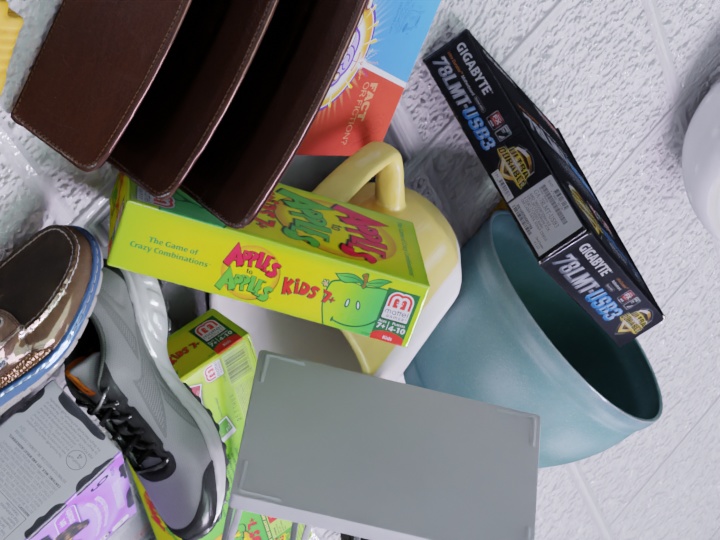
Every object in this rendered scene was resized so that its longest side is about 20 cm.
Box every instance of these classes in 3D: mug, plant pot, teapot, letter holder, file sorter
[{"bbox_3d":[0.003,0.008,1.571,0.153,0.150,0.186,-42,-177,-33],"label":"mug"},{"bbox_3d":[0.118,0.073,1.684,0.134,0.201,0.200,-41,153,20],"label":"plant pot"},{"bbox_3d":[0.369,-0.118,1.960,0.197,0.146,0.200,26,122,-33],"label":"teapot"},{"bbox_3d":[-0.094,-0.141,1.310,0.100,0.142,0.201,8,113,-55],"label":"letter holder"},{"bbox_3d":[0.009,0.164,1.484,0.139,0.199,0.125,-81,-175,-49],"label":"file sorter"}]

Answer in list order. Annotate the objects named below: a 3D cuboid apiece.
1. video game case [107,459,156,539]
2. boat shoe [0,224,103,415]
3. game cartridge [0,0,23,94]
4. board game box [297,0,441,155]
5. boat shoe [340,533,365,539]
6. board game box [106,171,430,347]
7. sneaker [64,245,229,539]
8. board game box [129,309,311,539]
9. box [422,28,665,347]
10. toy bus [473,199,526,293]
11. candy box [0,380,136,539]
[{"bbox_3d":[-0.114,0.160,1.681,0.200,0.023,0.183,-45,147,-18],"label":"video game case"},{"bbox_3d":[-0.239,0.048,1.361,0.200,0.072,0.072,-52,147,-4],"label":"boat shoe"},{"bbox_3d":[-0.285,-0.068,1.230,0.176,0.032,0.201,-4,124,-52],"label":"game cartridge"},{"bbox_3d":[-0.035,-0.153,1.474,0.200,0.040,0.154,-4,122,-52],"label":"board game box"},{"bbox_3d":[0.063,0.167,1.874,0.200,0.076,0.074,-54,151,-1],"label":"boat shoe"},{"bbox_3d":[-0.060,-0.018,1.408,0.199,0.102,0.048,16,112,-12],"label":"board game box"},{"bbox_3d":[-0.151,0.087,1.434,0.074,0.201,0.079,-21,-177,44],"label":"sneaker"},{"bbox_3d":[-0.109,0.138,1.582,0.101,0.048,0.201,-33,130,-23],"label":"board game box"},{"bbox_3d":[0.141,-0.060,1.649,0.050,0.199,0.200,-32,150,11],"label":"box"},{"bbox_3d":[0.116,0.009,1.805,0.200,0.065,0.078,-52,147,-4],"label":"toy bus"},{"bbox_3d":[-0.245,0.183,1.429,0.200,0.072,0.168,-43,168,-15],"label":"candy box"}]
